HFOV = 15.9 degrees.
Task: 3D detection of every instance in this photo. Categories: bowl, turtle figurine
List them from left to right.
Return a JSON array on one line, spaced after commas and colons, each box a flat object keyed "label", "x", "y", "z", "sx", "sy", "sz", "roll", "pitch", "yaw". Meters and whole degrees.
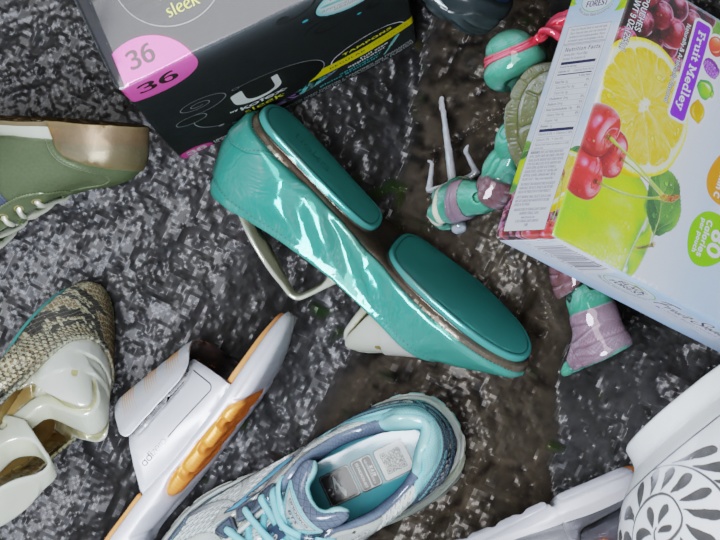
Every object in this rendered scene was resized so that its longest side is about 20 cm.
[{"label": "turtle figurine", "x": 0.105, "y": -0.056, "z": 1.345, "sx": 0.149, "sy": 0.101, "sz": 0.200, "roll": -27, "pitch": 88, "yaw": 1}, {"label": "bowl", "x": 0.191, "y": 0.097, "z": 1.259, "sx": 0.201, "sy": 0.201, "sz": 0.094, "roll": -39, "pitch": 77, "yaw": -1}]

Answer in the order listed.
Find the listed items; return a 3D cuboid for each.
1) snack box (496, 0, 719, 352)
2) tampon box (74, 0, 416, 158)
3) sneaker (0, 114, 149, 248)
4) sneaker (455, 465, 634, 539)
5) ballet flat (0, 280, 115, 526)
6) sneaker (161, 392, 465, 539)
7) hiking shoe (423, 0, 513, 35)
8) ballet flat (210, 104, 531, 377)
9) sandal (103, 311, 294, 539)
[{"label": "snack box", "x": 0.176, "y": -0.043, "z": 1.296, "sx": 0.200, "sy": 0.053, "sz": 0.143, "roll": 27, "pitch": 76, "yaw": -30}, {"label": "tampon box", "x": -0.066, "y": -0.158, "z": 1.313, "sx": 0.150, "sy": 0.200, "sz": 0.127, "roll": -26, "pitch": 83, "yaw": 2}, {"label": "sneaker", "x": -0.195, "y": -0.037, "z": 1.357, "sx": 0.200, "sy": 0.067, "sz": 0.090, "roll": 4, "pitch": 94, "yaw": 31}, {"label": "sneaker", "x": 0.078, "y": 0.188, "z": 1.325, "sx": 0.200, "sy": 0.078, "sz": 0.112, "roll": -25, "pitch": 81, "yaw": 1}, {"label": "ballet flat", "x": -0.176, "y": 0.088, "z": 1.329, "sx": 0.075, "sy": 0.068, "sz": 0.200, "roll": 15, "pitch": 52, "yaw": 43}, {"label": "sneaker", "x": -0.037, "y": 0.126, "z": 1.336, "sx": 0.200, "sy": 0.086, "sz": 0.078, "roll": -37, "pitch": 82, "yaw": -1}, {"label": "hiking shoe", "x": 0.057, "y": -0.223, "z": 1.345, "sx": 0.087, "sy": 0.074, "sz": 0.201, "roll": -23, "pitch": 67, "yaw": 41}, {"label": "ballet flat", "x": 0.000, "y": 0.000, "z": 1.363, "sx": 0.200, "sy": 0.067, "sz": 0.070, "roll": 42, "pitch": 115, "yaw": 2}, {"label": "sandal", "x": -0.111, "y": 0.095, "z": 1.349, "sx": 0.059, "sy": 0.079, "sz": 0.207, "roll": 37, "pitch": 89, "yaw": 5}]
